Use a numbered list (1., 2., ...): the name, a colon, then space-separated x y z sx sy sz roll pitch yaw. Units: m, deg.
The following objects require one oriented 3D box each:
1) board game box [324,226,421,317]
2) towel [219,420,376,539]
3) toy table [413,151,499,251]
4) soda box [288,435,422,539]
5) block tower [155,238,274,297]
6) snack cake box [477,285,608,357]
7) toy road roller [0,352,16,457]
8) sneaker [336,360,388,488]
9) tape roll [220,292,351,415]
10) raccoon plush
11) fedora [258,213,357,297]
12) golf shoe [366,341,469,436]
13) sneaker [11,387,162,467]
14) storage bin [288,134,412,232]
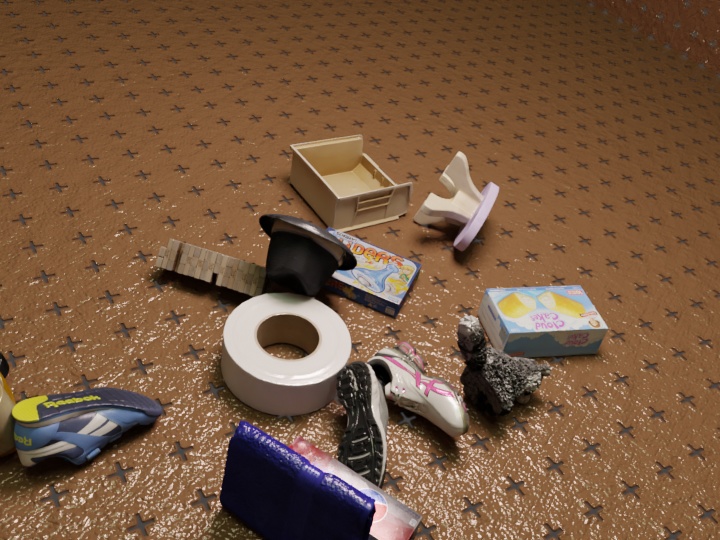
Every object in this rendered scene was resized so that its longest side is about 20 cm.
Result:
1. board game box: 0.000 0.000 1.334 0.198 0.035 0.136 22 39 10
2. towel: -0.077 0.281 0.879 0.199 0.149 0.050 26 32 17
3. toy table: 0.198 -0.139 1.463 0.117 0.185 0.200 33 28 0
4. soda box: -0.024 0.305 0.931 0.199 0.064 0.070 28 39 19
5. block tower: -0.246 -0.003 1.235 0.198 0.055 0.058 16 -1 3
6. snack cake box: 0.325 0.092 1.290 0.198 0.068 0.115 -1 40 -17
7. toy road roller: -0.534 0.160 0.923 0.145 0.124 0.200 -25 50 -20
8. sneaker: 0.013 0.231 1.025 0.073 0.079 0.202 -19 50 22
9. tape roll: -0.116 0.125 1.119 0.200 0.071 0.203 8 39 -6
10. raccoon plush: 0.232 0.136 1.121 0.133 0.201 0.097 -31 41 -26
11. fedora: -0.102 -0.014 1.190 0.199 0.201 0.092 22 75 11
12. golf shoe: 0.084 0.192 1.100 0.091 0.073 0.200 -20 39 -27
13. sneaker: -0.362 0.207 0.954 0.199 0.083 0.074 1 12 -43
14. storage bin: -0.021 -0.187 1.509 0.197 0.094 0.200 -15 46 -31
